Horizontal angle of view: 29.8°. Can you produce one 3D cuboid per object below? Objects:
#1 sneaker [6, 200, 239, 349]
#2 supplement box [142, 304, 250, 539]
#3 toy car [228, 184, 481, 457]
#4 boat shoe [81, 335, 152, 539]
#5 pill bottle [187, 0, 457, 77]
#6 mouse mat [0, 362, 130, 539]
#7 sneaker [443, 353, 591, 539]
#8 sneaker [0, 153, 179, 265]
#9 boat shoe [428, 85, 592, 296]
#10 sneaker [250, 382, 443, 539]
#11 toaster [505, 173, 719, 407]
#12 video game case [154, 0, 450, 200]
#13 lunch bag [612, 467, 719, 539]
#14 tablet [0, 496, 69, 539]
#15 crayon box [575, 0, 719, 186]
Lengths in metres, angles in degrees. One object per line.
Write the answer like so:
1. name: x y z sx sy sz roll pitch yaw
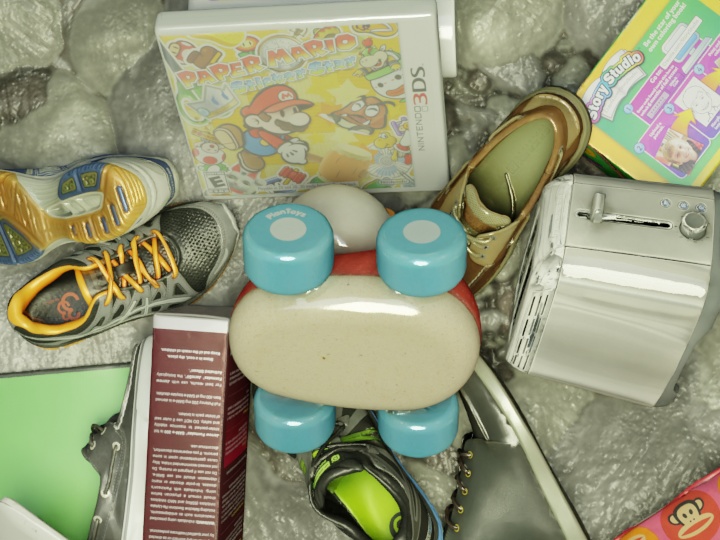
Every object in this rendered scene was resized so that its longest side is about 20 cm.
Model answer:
1. sneaker: -0.186 0.007 1.053 0.199 0.077 0.079 -29 84 3
2. supplement box: -0.121 0.131 1.019 0.060 0.109 0.203 3 92 5
3. toy car: 0.000 0.000 0.989 0.174 0.201 0.186 1 130 3
4. boat shoe: -0.185 0.148 1.051 0.065 0.070 0.203 7 96 4
5. pill bottle: -0.026 -0.180 1.028 0.197 0.104 0.106 -1 88 6
6. mouse mat: -0.252 0.161 1.090 0.197 0.008 0.163 -5 88 5
7. sneaker: 0.086 0.153 1.018 0.105 0.075 0.201 -29 86 5
8. sneaker: -0.231 -0.051 1.067 0.198 0.088 0.076 -1 104 29
9. boat shoe: 0.092 -0.050 1.000 0.075 0.074 0.201 37 115 9
10. sneaker: -0.014 0.140 1.015 0.071 0.083 0.200 -44 64 5
11. toaster: 0.179 0.017 0.969 0.128 0.201 0.115 12 56 4
12. video game case: -0.037 -0.121 1.000 0.197 0.183 0.023 -2 52 6
13. lunch bag: 0.282 0.232 0.952 0.199 0.082 0.177 -34 48 4
14. tablet: -0.194 0.249 1.024 0.199 0.130 0.014 35 60 4
15. crayon box: 0.250 -0.153 1.019 0.118 0.058 0.201 38 92 7
